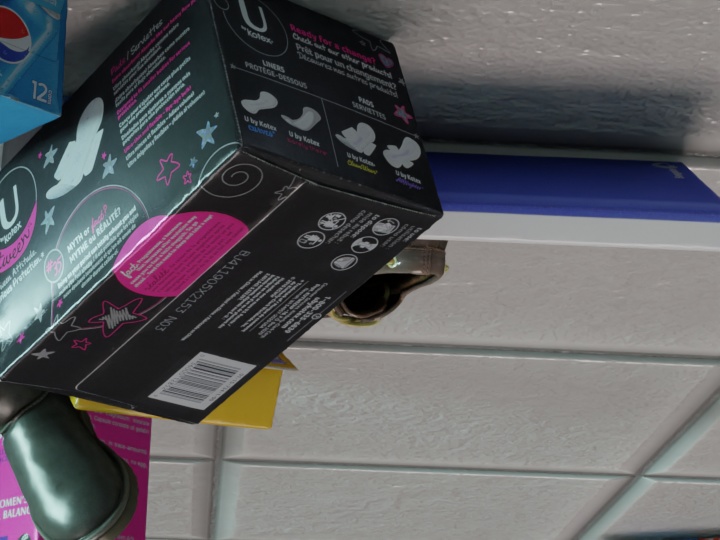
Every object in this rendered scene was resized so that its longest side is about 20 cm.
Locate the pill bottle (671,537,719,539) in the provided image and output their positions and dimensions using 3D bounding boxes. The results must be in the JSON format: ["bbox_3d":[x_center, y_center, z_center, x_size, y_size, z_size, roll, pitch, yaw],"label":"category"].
[{"bbox_3d":[0.364,0.344,2.162,0.198,0.113,0.112,-7,160,21],"label":"pill bottle"}]

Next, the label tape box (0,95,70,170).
[{"bbox_3d":[-0.176,-0.027,1.163,0.144,0.064,0.199,19,154,-40],"label":"label tape box"}]

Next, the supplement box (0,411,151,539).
[{"bbox_3d":[-0.216,0.132,1.426,0.101,0.202,0.103,-16,154,40],"label":"supplement box"}]

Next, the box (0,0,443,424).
[{"bbox_3d":[-0.079,-0.031,0.981,0.131,0.115,0.200,16,136,-40],"label":"box"}]

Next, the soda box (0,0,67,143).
[{"bbox_3d":[-0.230,-0.086,0.989,0.068,0.065,0.199,18,156,-41],"label":"soda box"}]

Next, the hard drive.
[{"bbox_3d":[0.085,-0.039,1.076,0.198,0.026,0.132,2,-166,-3],"label":"hard drive"}]

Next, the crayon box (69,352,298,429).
[{"bbox_3d":[-0.126,0.049,1.259,0.125,0.052,0.200,8,-169,-19],"label":"crayon box"}]

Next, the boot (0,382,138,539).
[{"bbox_3d":[-0.225,0.061,1.174,0.072,0.182,0.200,-39,128,-7],"label":"boot"}]

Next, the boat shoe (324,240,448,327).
[{"bbox_3d":[0.000,0.000,1.238,0.071,0.060,0.200,9,160,-23],"label":"boat shoe"}]
